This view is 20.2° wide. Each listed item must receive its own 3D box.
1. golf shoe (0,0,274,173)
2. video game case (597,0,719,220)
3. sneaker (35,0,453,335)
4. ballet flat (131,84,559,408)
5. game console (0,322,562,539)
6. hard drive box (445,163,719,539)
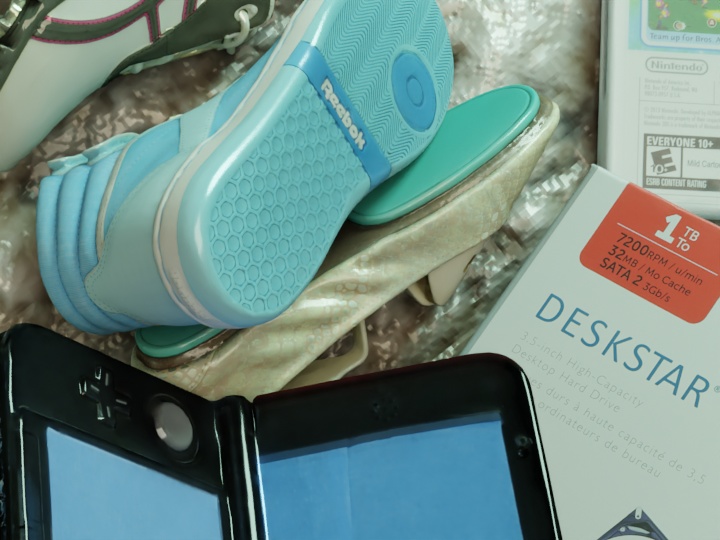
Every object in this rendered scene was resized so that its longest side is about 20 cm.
[{"bbox_3d":[-0.081,-0.106,0.788,0.088,0.077,0.200,40,81,-12],"label":"golf shoe"},{"bbox_3d":[0.200,-0.110,0.860,0.200,0.024,0.182,3,85,-8],"label":"video game case"},{"bbox_3d":[-0.054,-0.048,0.789,0.200,0.131,0.080,-49,120,-44],"label":"sneaker"},{"bbox_3d":[0.000,0.000,0.808,0.200,0.067,0.062,-33,119,-7],"label":"ballet flat"},{"bbox_3d":[-0.023,0.106,0.676,0.172,0.119,0.200,29,41,-43],"label":"game console"},{"bbox_3d":[0.102,0.085,0.764,0.156,0.077,0.200,29,78,31],"label":"hard drive box"}]
